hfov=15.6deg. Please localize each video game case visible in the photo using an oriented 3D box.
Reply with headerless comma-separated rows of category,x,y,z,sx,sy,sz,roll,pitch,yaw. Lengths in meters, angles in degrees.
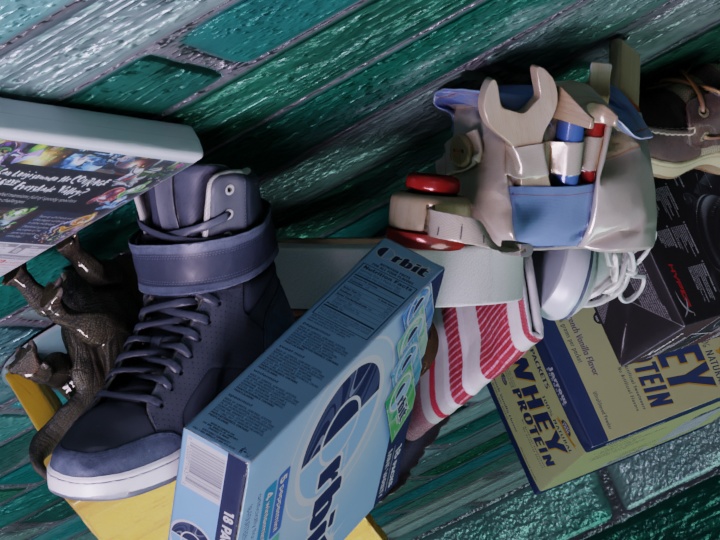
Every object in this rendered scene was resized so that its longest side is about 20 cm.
video game case,-0.199,-0.030,1.306,0.182,0.023,0.200,-28,167,22

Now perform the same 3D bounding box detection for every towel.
towel,0.059,0.013,1.710,0.023,0.145,0.200,-1,159,-24

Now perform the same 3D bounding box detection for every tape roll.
tape roll,0.000,0.000,1.584,0.202,0.037,0.203,-1,-177,0

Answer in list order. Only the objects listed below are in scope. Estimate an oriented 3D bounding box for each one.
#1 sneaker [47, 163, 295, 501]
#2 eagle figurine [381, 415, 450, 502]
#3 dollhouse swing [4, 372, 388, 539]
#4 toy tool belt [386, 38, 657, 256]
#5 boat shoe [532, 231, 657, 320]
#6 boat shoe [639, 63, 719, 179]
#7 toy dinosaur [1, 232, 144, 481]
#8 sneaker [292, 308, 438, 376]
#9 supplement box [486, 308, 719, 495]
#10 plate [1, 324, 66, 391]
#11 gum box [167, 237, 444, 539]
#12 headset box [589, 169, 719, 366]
sneaker,-0.108,0.024,1.379,0.077,0.147,0.202,5,-154,30
eagle figurine,-0.034,0.110,1.808,0.200,0.152,0.151,-45,167,-50
dollhouse swing,-0.102,0.122,1.647,0.181,0.176,0.200,-27,131,9
toy tool belt,0.094,-0.076,1.523,0.125,0.123,0.200,11,-171,44
boat shoe,0.151,-0.011,1.703,0.075,0.086,0.202,-62,-171,18
boat shoe,0.214,-0.106,1.715,0.200,0.072,0.072,4,121,-45
toy dinosaur,-0.145,0.040,1.453,0.077,0.200,0.102,-40,125,22
sneaker,-0.004,0.057,1.615,0.075,0.071,0.200,16,-169,38
supplement box,0.248,0.097,2.468,0.199,0.135,0.200,-20,168,-17
plate,-0.140,0.042,1.732,0.200,0.026,0.200,-23,169,-5
gum box,-0.034,0.101,1.428,0.200,0.044,0.170,-43,153,-44
headset box,0.242,-0.030,1.864,0.200,0.149,0.077,-14,165,-42
